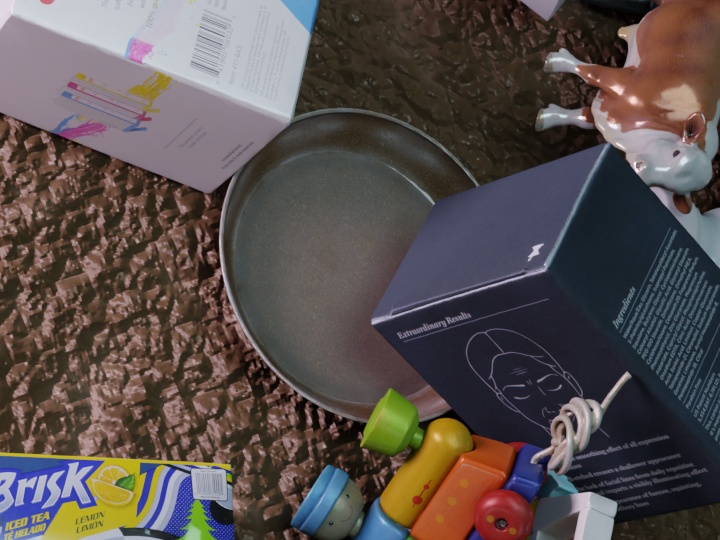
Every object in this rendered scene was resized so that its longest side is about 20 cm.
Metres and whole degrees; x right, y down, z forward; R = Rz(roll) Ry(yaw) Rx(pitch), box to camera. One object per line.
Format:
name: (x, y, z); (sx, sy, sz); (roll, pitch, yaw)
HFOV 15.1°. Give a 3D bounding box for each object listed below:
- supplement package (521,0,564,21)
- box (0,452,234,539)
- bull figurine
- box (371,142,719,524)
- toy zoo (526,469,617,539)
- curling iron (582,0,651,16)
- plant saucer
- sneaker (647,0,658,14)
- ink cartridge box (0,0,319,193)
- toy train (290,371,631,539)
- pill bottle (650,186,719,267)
supplement package: (0.131, -0.298, 1.717); (0.152, 0.151, 0.200); (37, 72, 3)
box: (-0.172, 0.139, 1.487); (0.200, 0.070, 0.064); (5, 70, -25)
bull figurine: (0.181, -0.122, 1.683); (0.121, 0.065, 0.200); (16, 55, 16)
box: (0.134, 0.044, 1.598); (0.200, 0.148, 0.107); (47, 51, -23)
toy zoo: (0.095, 0.207, 1.558); (0.020, 0.131, 0.200); (23, 62, -18)
curling iron: (0.246, -0.166, 1.807); (0.200, 0.026, 0.050); (14, 33, -3)
plant saucer: (0.000, 0.000, 1.644); (0.200, 0.032, 0.200); (10, 69, -26)
sneaker: (0.265, -0.218, 1.775); (0.200, 0.088, 0.075); (-39, 72, -22)
ink cartridge box: (-0.140, -0.153, 1.579); (0.200, 0.125, 0.129); (21, 64, -18)
toy train: (0.053, 0.104, 1.552); (0.116, 0.200, 0.085); (32, 22, -2)
pill bottle: (0.252, 0.028, 1.712); (0.200, 0.116, 0.116); (24, 63, -17)
